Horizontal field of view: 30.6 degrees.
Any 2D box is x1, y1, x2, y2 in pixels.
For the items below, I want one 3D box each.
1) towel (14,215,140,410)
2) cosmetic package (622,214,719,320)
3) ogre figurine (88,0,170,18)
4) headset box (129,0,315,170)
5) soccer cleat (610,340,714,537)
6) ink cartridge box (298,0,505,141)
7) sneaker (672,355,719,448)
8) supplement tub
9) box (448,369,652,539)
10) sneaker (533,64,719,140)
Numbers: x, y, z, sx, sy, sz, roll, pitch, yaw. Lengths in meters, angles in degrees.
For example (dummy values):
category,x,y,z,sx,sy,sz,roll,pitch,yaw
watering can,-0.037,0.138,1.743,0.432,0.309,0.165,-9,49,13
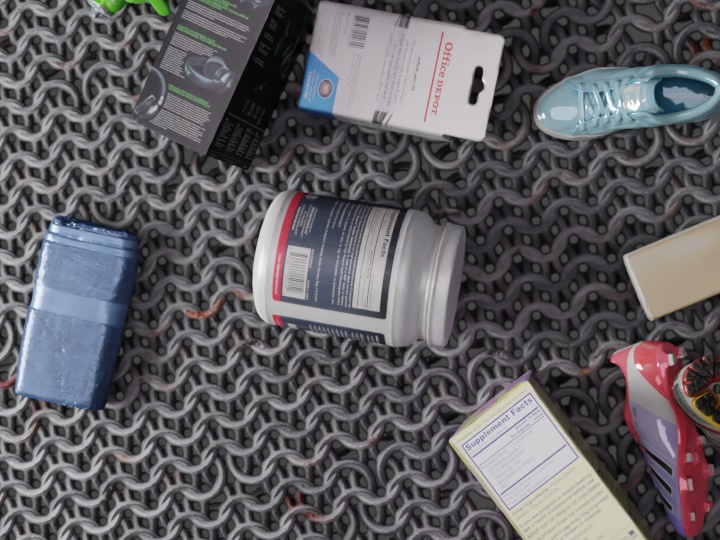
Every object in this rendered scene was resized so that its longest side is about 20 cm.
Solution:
category,x,y,z,sx,sy,sz,roll,pitch,yaw
towel,-0.309,0.047,1.444,0.111,0.049,0.202,13,91,9
cosmetic package,0.365,-0.020,1.306,0.198,0.105,0.072,-23,86,10
ogre figurine,-0.231,-0.345,1.416,0.198,0.098,0.121,-10,69,-6
headset box,-0.134,-0.218,1.354,0.092,0.174,0.201,25,94,8
soccer cleat,0.307,0.171,1.341,0.076,0.066,0.202,-9,93,39
ink cartridge box,0.046,-0.204,1.377,0.198,0.068,0.117,12,92,10
sneaker,0.388,0.153,1.270,0.200,0.082,0.078,40,78,1
supplement tub,0.000,0.000,1.347,0.198,0.140,0.142,10,91,9
box,0.189,0.209,1.295,0.096,0.176,0.201,-37,84,7
sneaker,0.273,-0.178,1.333,0.198,0.082,0.075,-9,87,9
